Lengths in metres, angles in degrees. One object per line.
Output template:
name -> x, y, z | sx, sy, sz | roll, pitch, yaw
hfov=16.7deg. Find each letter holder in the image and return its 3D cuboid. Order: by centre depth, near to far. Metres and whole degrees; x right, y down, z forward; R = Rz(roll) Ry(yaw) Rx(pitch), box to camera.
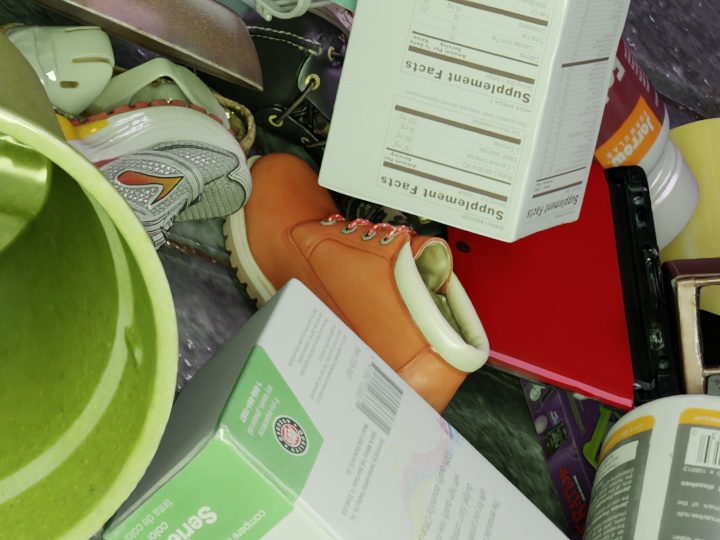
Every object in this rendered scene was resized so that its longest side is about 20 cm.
letter holder -> 0.243, 0.042, 1.351 | 0.200, 0.141, 0.101 | -25, 109, -84

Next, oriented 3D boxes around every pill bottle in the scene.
pill bottle -> 0.159, 0.169, 1.185 | 0.116, 0.116, 0.201 | 37, 47, -23
pill bottle -> 0.112, -0.099, 1.444 | 0.200, 0.114, 0.114 | 53, 21, -27

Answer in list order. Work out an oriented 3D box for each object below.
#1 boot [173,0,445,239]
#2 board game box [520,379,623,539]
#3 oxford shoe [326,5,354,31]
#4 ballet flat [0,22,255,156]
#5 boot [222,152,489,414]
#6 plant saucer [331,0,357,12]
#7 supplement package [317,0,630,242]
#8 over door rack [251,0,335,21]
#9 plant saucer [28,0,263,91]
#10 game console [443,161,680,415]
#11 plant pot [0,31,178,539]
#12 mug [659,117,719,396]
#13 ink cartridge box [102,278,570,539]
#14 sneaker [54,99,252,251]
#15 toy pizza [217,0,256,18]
boot -> -0.010, -0.065, 1.347 | 0.200, 0.073, 0.151 | 23, 35, -52
board game box -> 0.148, 0.108, 1.401 | 0.120, 0.032, 0.201 | 24, 35, -35
oxford shoe -> -0.009, -0.157, 1.466 | 0.071, 0.075, 0.200 | 57, 27, 16
ballet flat -> -0.128, -0.087, 1.189 | 0.199, 0.065, 0.071 | 17, 41, -47
boot -> 0.000, 0.000, 1.227 | 0.075, 0.107, 0.201 | 17, 37, -44
plant saucer -> -0.077, -0.190, 1.219 | 0.199, 0.019, 0.070 | 26, 33, -18
supplement package -> 0.066, -0.128, 1.223 | 0.109, 0.201, 0.114 | 17, 13, 20
over door rack -> -0.065, -0.204, 1.345 | 0.199, 0.067, 0.147 | 29, 24, 27
plant saucer -> -0.134, -0.136, 1.163 | 0.199, 0.032, 0.200 | 21, 1, 0
game console -> 0.109, 0.033, 1.343 | 0.201, 0.118, 0.173 | -90, 175, -48
plant pot -> -0.173, -0.010, 0.893 | 0.200, 0.200, 0.184 | 36, 17, -24
mug -> 0.219, 0.012, 1.565 | 0.150, 0.185, 0.154 | 69, 13, -48
ink cartridge box -> 0.001, 0.124, 1.074 | 0.200, 0.087, 0.145 | 42, 26, -10
sneaker -> -0.119, -0.025, 1.121 | 0.200, 0.078, 0.082 | -11, 69, -53
toy pizza -> -0.141, -0.175, 1.212 | 0.199, 0.032, 0.200 | 22, 1, 0
